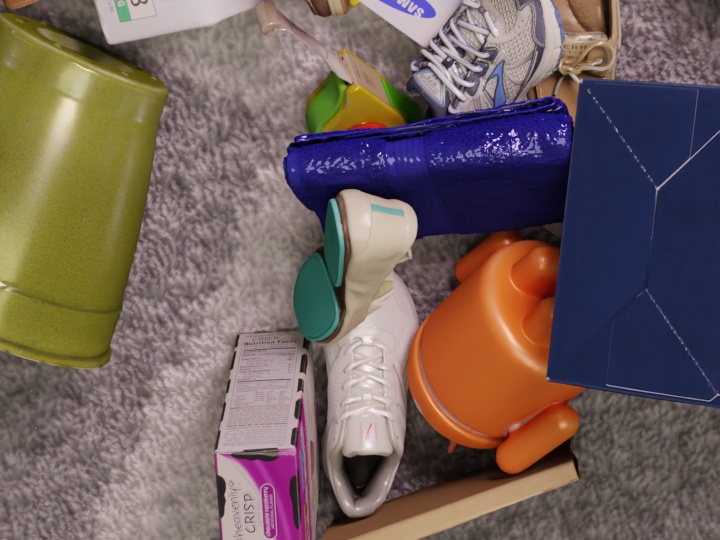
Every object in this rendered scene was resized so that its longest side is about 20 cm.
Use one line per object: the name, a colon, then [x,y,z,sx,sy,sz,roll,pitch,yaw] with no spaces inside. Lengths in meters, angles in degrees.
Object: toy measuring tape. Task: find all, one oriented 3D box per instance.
toy measuring tape: [-0.026,-0.118,1.456,0.074,0.074,0.200,-44,139,14]

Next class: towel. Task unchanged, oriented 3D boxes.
towel: [0.057,-0.066,1.435,0.198,0.148,0.050,-6,70,11]

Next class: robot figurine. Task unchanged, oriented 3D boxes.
robot figurine: [0.107,0.057,1.503,0.144,0.117,0.200,47,140,2]

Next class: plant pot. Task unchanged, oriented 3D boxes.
plant pot: [-0.226,-0.065,1.441,0.199,0.200,0.194,23,98,-12]

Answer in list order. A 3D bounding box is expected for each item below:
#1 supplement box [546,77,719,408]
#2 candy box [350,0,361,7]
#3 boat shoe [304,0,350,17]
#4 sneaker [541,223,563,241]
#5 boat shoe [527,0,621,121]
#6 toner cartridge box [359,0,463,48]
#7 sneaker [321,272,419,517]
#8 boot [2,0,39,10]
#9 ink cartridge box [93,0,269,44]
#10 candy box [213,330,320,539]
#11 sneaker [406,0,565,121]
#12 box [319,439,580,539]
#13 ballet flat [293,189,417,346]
supplement box: [0.238,-0.015,1.393,0.133,0.199,0.202,8,91,35]
candy box: [-0.010,-0.289,1.432,0.102,0.026,0.201,-28,111,8]
boat shoe: [-0.070,-0.243,1.329,0.071,0.072,0.201,-21,120,14]
sneaker: [0.186,-0.031,1.528,0.080,0.071,0.200,-40,108,10]
boat shoe: [0.143,-0.183,1.450,0.073,0.063,0.202,-2,103,2]
toner cartridge box: [-0.007,-0.248,1.412,0.199,0.043,0.095,34,115,-13]
sneaker: [0.009,0.092,1.552,0.077,0.100,0.202,-2,113,-2]
boot: [-0.264,-0.247,1.414,0.198,0.074,0.156,-14,117,6]
ink cartridge box: [-0.091,-0.245,1.369,0.198,0.050,0.162,-9,116,11]
candy box: [-0.065,0.144,1.515,0.060,0.200,0.138,-2,111,3]
sneaker: [0.078,-0.136,1.417,0.085,0.077,0.201,-21,147,-22]
box: [0.066,0.173,1.558,0.198,0.163,0.021,-20,90,5]
ballet flat: [0.000,0.000,1.454,0.069,0.200,0.070,4,70,-10]
